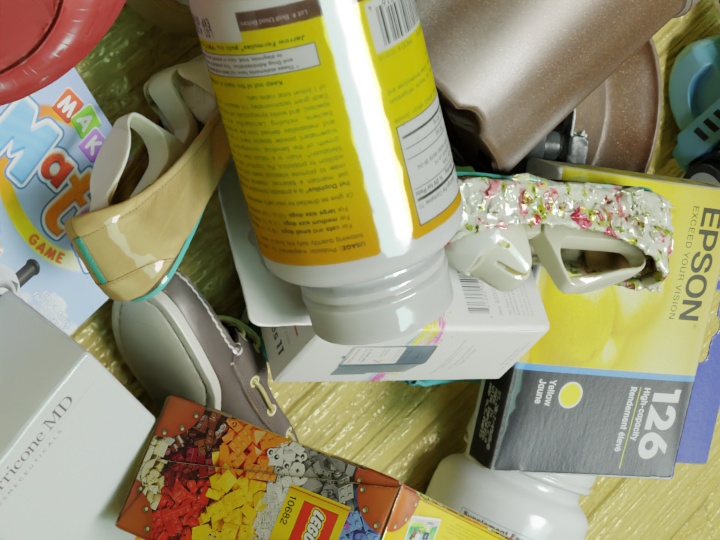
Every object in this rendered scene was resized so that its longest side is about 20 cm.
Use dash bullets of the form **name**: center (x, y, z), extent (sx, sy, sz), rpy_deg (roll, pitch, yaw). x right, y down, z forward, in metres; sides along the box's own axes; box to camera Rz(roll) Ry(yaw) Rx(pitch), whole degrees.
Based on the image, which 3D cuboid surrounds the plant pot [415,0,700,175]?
- **plant pot**: center (0.088, -0.174, 0.985), extent (0.198, 0.200, 0.200), rpy_deg (-47, 133, -6)

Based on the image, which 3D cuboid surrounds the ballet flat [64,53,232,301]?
- **ballet flat**: center (-0.095, -0.072, 0.904), extent (0.063, 0.068, 0.200), rpy_deg (49, 42, -27)

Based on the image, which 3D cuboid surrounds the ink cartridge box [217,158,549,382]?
- **ink cartridge box**: center (0.000, 0.000, 1.000), extent (0.199, 0.118, 0.067), rpy_deg (2, 149, -31)

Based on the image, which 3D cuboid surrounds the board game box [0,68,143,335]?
- **board game box**: center (-0.204, -0.011, 0.886), extent (0.200, 0.037, 0.152), rpy_deg (-46, 131, -19)

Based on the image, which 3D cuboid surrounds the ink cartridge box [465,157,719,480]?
- **ink cartridge box**: center (0.178, 0.036, 1.105), extent (0.199, 0.047, 0.199), rpy_deg (5, 102, -26)

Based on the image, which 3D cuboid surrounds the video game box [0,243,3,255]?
- **video game box**: center (-0.291, 0.031, 0.779), extent (0.182, 0.047, 0.200), rpy_deg (25, 103, -40)

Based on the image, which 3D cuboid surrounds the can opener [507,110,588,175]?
- **can opener**: center (0.110, -0.023, 1.115), extent (0.066, 0.053, 0.201), rpy_deg (2, 107, -7)

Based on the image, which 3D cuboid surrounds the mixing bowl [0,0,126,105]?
- **mixing bowl**: center (-0.180, -0.145, 0.749), extent (0.199, 0.109, 0.201), rpy_deg (-8, 123, -12)

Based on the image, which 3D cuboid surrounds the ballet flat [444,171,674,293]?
- **ballet flat**: center (0.101, -0.019, 0.980), extent (0.199, 0.076, 0.064), rpy_deg (1, 65, -26)

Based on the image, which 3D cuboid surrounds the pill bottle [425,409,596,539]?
- **pill bottle**: center (0.088, 0.196, 1.182), extent (0.113, 0.113, 0.201), rpy_deg (22, 92, -45)

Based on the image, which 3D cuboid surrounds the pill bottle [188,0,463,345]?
- **pill bottle**: center (-0.011, -0.068, 0.869), extent (0.109, 0.109, 0.201), rpy_deg (-28, 115, -31)

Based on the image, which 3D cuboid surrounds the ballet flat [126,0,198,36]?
- **ballet flat**: center (-0.111, -0.179, 0.870), extent (0.200, 0.063, 0.069), rpy_deg (39, 78, -44)

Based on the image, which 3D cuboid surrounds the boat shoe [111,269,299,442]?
- **boat shoe**: center (-0.085, 0.063, 0.999), extent (0.060, 0.072, 0.200), rpy_deg (-49, 140, -27)

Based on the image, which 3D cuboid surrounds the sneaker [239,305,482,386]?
- **sneaker**: center (0.012, 0.035, 1.069), extent (0.199, 0.080, 0.078), rpy_deg (7, 102, -41)

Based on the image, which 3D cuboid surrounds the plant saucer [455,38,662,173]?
- **plant saucer**: center (0.123, -0.093, 1.147), extent (0.200, 0.037, 0.201), rpy_deg (-17, 117, -36)

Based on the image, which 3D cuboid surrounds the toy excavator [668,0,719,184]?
- **toy excavator**: center (0.271, -0.161, 1.215), extent (0.100, 0.201, 0.194), rpy_deg (-22, 166, -34)

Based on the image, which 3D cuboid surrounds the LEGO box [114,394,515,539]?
- **LEGO box**: center (-0.015, 0.147, 0.945), extent (0.200, 0.148, 0.077), rpy_deg (37, 73, -60)

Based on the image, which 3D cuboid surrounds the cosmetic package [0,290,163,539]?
- **cosmetic package**: center (-0.155, 0.108, 0.922), extent (0.102, 0.071, 0.200), rpy_deg (-51, 148, -11)
